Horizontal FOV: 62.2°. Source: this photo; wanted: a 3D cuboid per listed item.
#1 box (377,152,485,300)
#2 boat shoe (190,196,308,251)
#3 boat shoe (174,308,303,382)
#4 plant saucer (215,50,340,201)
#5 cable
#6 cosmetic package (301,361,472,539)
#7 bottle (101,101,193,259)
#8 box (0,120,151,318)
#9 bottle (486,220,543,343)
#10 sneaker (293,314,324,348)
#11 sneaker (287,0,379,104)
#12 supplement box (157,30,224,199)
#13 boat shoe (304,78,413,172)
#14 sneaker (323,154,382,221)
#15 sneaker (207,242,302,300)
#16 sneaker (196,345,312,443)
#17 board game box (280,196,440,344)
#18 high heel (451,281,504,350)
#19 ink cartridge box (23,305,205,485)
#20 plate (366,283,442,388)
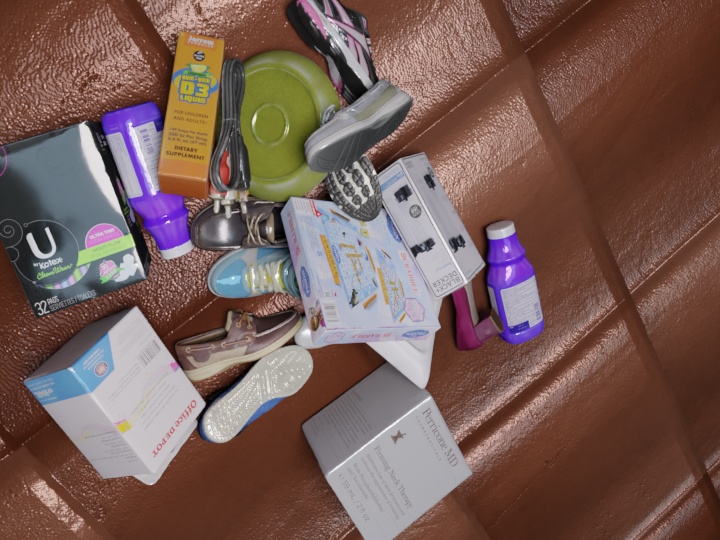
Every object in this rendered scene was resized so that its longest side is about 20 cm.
[{"bbox_3d":[0.105,-0.070,0.900,0.059,0.116,0.204,-29,91,29],"label":"box"},{"bbox_3d":[-0.145,-0.071,0.857,0.195,0.073,0.077,-16,108,-27],"label":"boat shoe"},{"bbox_3d":[-0.183,0.095,0.900,0.194,0.072,0.074,-22,109,-6],"label":"boat shoe"},{"bbox_3d":[-0.121,-0.200,0.822,0.193,0.031,0.208,1,96,14],"label":"plant saucer"},{"bbox_3d":[-0.178,-0.174,0.776,0.049,0.097,0.208,-6,92,19],"label":"cable"},{"bbox_3d":[0.038,0.288,0.964,0.197,0.166,0.170,-34,110,-9],"label":"cosmetic package"},{"bbox_3d":[-0.281,-0.119,0.811,0.063,0.084,0.206,-6,112,19],"label":"bottle"},{"bbox_3d":[-0.373,-0.072,0.767,0.144,0.124,0.206,-19,106,-13],"label":"box"},{"bbox_3d":[0.259,0.020,1.026,0.081,0.065,0.206,-21,108,-13],"label":"bottle"},{"bbox_3d":[-0.012,0.084,0.954,0.193,0.072,0.074,-12,107,-14],"label":"sneaker"},{"bbox_3d":[-0.011,-0.325,0.864,0.087,0.080,0.201,-47,118,-16],"label":"sneaker"},{"bbox_3d":[-0.219,-0.203,0.780,0.064,0.069,0.207,6,72,-12],"label":"supplement box"},{"bbox_3d":[-0.008,-0.195,0.787,0.065,0.075,0.201,43,56,10],"label":"boat shoe"},{"bbox_3d":[-0.028,-0.164,0.866,0.076,0.089,0.203,-34,89,15],"label":"sneaker"},{"bbox_3d":[-0.123,0.006,0.866,0.194,0.130,0.082,-14,108,-15],"label":"sneaker"},{"bbox_3d":[-0.166,0.190,0.920,0.199,0.111,0.078,-39,95,-31],"label":"sneaker"},{"bbox_3d":[0.000,0.000,0.836,0.194,0.041,0.205,4,58,-35],"label":"board game box"},{"bbox_3d":[0.154,0.044,1.015,0.095,0.067,0.203,-32,91,33],"label":"high heel"},{"bbox_3d":[-0.321,0.179,0.813,0.122,0.129,0.204,-15,113,33],"label":"ink cartridge box"},{"bbox_3d":[0.058,0.045,0.921,0.199,0.032,0.204,41,43,-23],"label":"plate"}]
